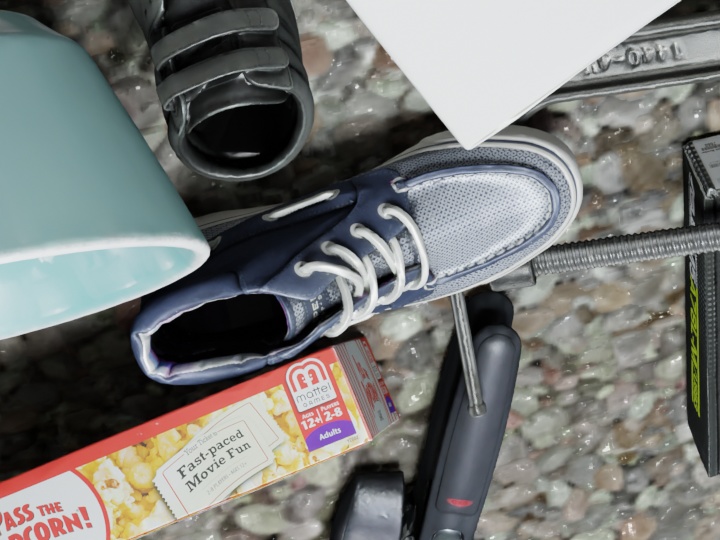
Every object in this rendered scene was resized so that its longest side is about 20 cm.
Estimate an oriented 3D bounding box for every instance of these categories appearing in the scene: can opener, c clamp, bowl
[{"bbox_3d":[0.043,0.099,1.203,0.079,0.063,0.200,4,131,-19],"label":"can opener"},{"bbox_3d":[0.121,-0.032,1.096,0.200,0.027,0.171,-13,113,13],"label":"c clamp"},{"bbox_3d":[-0.168,-0.033,0.949,0.201,0.105,0.201,-14,174,-2],"label":"bowl"}]

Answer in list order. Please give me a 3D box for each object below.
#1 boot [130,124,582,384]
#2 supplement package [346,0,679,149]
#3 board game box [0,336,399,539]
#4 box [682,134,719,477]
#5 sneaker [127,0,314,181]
[{"bbox_3d":[0.000,0.000,1.057,0.200,0.090,0.073,-18,111,10],"label":"boot"},{"bbox_3d":[0.020,-0.166,0.906,0.120,0.121,0.200,-36,131,7],"label":"supplement package"},{"bbox_3d":[-0.087,0.089,1.107,0.200,0.046,0.152,-22,178,4],"label":"board game box"},{"bbox_3d":[0.255,0.002,1.189,0.200,0.048,0.193,-12,131,-5],"label":"box"},{"bbox_3d":[-0.065,-0.118,0.948,0.071,0.099,0.200,-21,133,5],"label":"sneaker"}]
